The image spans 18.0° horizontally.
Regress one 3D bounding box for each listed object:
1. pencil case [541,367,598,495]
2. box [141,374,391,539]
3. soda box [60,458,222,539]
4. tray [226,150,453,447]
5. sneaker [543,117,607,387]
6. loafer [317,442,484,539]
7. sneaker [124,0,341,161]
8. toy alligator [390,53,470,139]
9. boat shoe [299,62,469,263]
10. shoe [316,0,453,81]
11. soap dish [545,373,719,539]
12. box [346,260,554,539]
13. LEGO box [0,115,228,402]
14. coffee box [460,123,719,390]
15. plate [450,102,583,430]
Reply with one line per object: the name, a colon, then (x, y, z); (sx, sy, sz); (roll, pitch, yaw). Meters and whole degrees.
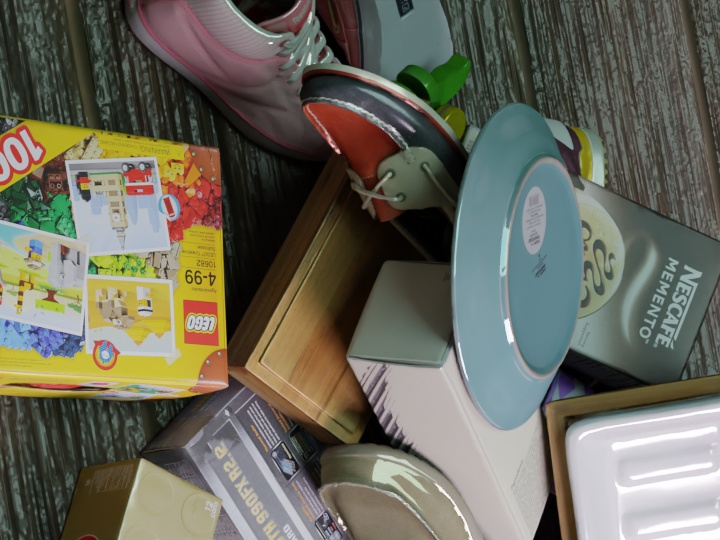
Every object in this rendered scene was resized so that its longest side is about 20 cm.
pencil case: (0.184, 0.151, 1.578); (0.199, 0.084, 0.086); (35, 36, -6)
box: (-0.029, 0.147, 1.455); (0.158, 0.048, 0.201); (-45, 111, -37)
soda box: (-0.147, 0.215, 1.324); (0.068, 0.064, 0.201); (31, 62, -33)
tray: (0.000, 0.000, 1.427); (0.098, 0.037, 0.201); (38, 69, -30)
sneaker: (0.127, -0.010, 1.621); (0.089, 0.075, 0.202); (8, 70, -32)
loafer: (0.040, 0.186, 1.425); (0.200, 0.075, 0.069); (48, 47, -25)
sneaker: (-0.048, -0.138, 1.461); (0.200, 0.104, 0.076); (34, 59, -34)
toy alligator: (0.008, -0.069, 1.490); (0.201, 0.059, 0.054); (-55, 146, -11)
boat shoe: (0.031, -0.053, 1.386); (0.200, 0.071, 0.063); (40, 65, -35)
shoe: (0.002, -0.184, 1.539); (0.071, 0.091, 0.201); (-36, 135, -24)
soap dish: (0.207, 0.163, 1.490); (0.156, 0.081, 0.202); (-9, 105, -1)
box: (0.061, 0.086, 1.420); (0.083, 0.068, 0.201); (-66, 147, -34)
LEGO box: (-0.180, -0.004, 1.331); (0.199, 0.077, 0.150); (5, 77, -41)
coffee box: (0.135, -0.003, 1.544); (0.199, 0.080, 0.114); (24, 81, -8)
plate: (0.104, -0.002, 1.393); (0.200, 0.025, 0.202); (-12, 103, -63)
